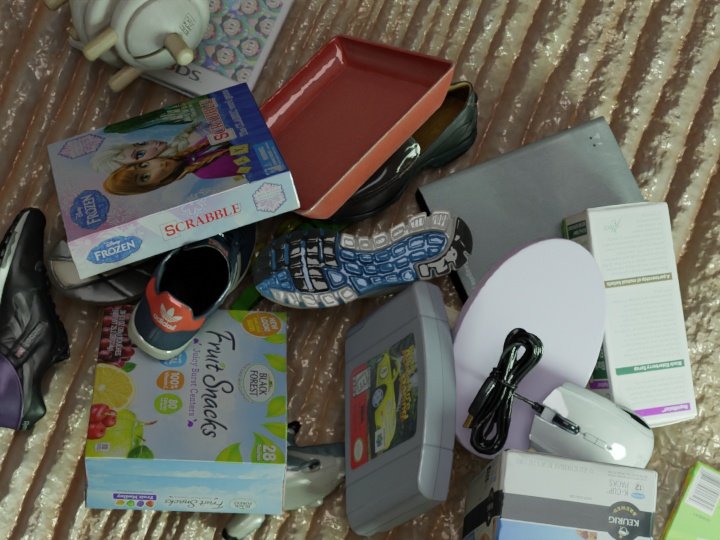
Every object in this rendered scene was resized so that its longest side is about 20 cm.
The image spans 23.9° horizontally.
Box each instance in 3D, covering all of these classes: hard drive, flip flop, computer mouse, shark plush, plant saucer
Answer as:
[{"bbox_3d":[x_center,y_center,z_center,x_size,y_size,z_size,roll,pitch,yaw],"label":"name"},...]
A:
[{"bbox_3d":[0.169,-0.048,1.615,0.199,0.033,0.140,-22,78,-11],"label":"hard drive"},{"bbox_3d":[-0.195,-0.020,1.561,0.200,0.058,0.081,-27,84,-30],"label":"flip flop"},{"bbox_3d":[0.184,0.133,1.451,0.200,0.044,0.110,25,94,-28],"label":"computer mouse"},{"bbox_3d":[-0.060,0.163,1.520,0.199,0.091,0.083,-18,47,-5],"label":"shark plush"},{"bbox_3d":[-0.027,-0.128,1.563,0.200,0.200,0.037,-46,124,-15],"label":"plant saucer"}]

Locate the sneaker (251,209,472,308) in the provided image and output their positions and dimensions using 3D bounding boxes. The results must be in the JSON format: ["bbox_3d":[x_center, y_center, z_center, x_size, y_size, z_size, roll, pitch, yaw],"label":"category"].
[{"bbox_3d":[0.000,0.000,1.542,0.199,0.087,0.075,-7,77,-7],"label":"sneaker"}]

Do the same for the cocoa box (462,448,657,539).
[{"bbox_3d":[0.162,0.239,1.447,0.133,0.200,0.132,9,75,-3],"label":"cocoa box"}]

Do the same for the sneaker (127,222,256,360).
[{"bbox_3d":[-0.132,-0.011,1.492,0.075,0.085,0.200,31,47,-8],"label":"sneaker"}]

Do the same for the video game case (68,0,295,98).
[{"bbox_3d":[-0.159,-0.271,1.651,0.182,0.024,0.201,23,73,1],"label":"video game case"}]

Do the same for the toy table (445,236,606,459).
[{"bbox_3d":[0.133,0.065,1.516,0.184,0.117,0.200,37,85,-12],"label":"toy table"}]

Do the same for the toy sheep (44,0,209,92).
[{"bbox_3d":[-0.205,-0.242,1.558,0.138,0.138,0.200,-31,55,-13],"label":"toy sheep"}]

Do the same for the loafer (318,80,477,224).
[{"bbox_3d":[0.029,-0.115,1.580,0.200,0.072,0.073,-37,67,-26],"label":"loafer"}]

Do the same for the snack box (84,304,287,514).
[{"bbox_3d":[-0.147,0.117,1.470,0.168,0.068,0.200,3,39,-4],"label":"snack box"}]

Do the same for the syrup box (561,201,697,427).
[{"bbox_3d":[0.245,0.042,1.552,0.081,0.079,0.201,-6,87,-10],"label":"syrup box"}]

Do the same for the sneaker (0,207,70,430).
[{"bbox_3d":[-0.301,0.046,1.535,0.087,0.076,0.201,17,77,-16],"label":"sneaker"}]

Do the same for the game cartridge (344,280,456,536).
[{"bbox_3d":[0.033,0.116,1.469,0.041,0.133,0.201,17,58,-31],"label":"game cartridge"}]

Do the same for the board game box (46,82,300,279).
[{"bbox_3d":[-0.172,-0.085,1.517,0.199,0.200,0.041,-19,122,-6],"label":"board game box"}]

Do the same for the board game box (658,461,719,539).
[{"bbox_3d":[0.307,0.283,1.539,0.095,0.030,0.200,27,71,3],"label":"board game box"}]

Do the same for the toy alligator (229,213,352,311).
[{"bbox_3d":[-0.044,-0.030,1.578,0.200,0.054,0.059,-41,82,-14],"label":"toy alligator"}]
